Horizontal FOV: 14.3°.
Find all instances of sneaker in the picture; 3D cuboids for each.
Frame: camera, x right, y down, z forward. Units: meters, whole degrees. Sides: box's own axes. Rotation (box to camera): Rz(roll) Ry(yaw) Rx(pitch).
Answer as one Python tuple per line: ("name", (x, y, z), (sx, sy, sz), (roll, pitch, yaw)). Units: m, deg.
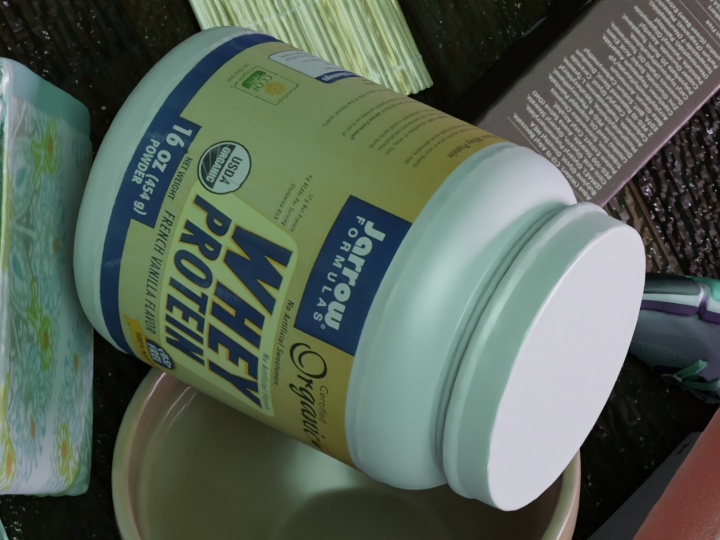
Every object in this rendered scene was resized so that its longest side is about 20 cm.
("sneaker", (0.185, 0.051, 1.338), (0.199, 0.074, 0.088), (7, 89, -18))

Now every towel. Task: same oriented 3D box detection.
("towel", (-0.147, 0.006, 1.172), (0.048, 0.200, 0.172), (1, 86, 7))

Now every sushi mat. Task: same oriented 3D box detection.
("sushi mat", (-0.045, -0.159, 1.307), (0.095, 0.012, 0.201), (-24, 94, -17))

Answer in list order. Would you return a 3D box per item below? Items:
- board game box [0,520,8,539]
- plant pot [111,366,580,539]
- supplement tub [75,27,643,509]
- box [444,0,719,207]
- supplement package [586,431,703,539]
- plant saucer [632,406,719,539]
("board game box", (-0.192, 0.062, 1.129), (0.026, 0.200, 0.201), (-26, 74, 3))
("plant pot", (-0.004, 0.107, 1.240), (0.200, 0.093, 0.202), (-2, 50, 2))
("supplement tub", (0.000, 0.000, 1.164), (0.199, 0.144, 0.145), (25, 77, 24))
("box", (0.103, -0.081, 1.305), (0.075, 0.100, 0.200), (46, 74, -9))
("supplement package", (0.199, 0.183, 1.305), (0.120, 0.121, 0.200), (-43, 99, -17))
("plant saucer", (0.214, 0.148, 1.231), (0.200, 0.037, 0.200), (39, 74, -13))
